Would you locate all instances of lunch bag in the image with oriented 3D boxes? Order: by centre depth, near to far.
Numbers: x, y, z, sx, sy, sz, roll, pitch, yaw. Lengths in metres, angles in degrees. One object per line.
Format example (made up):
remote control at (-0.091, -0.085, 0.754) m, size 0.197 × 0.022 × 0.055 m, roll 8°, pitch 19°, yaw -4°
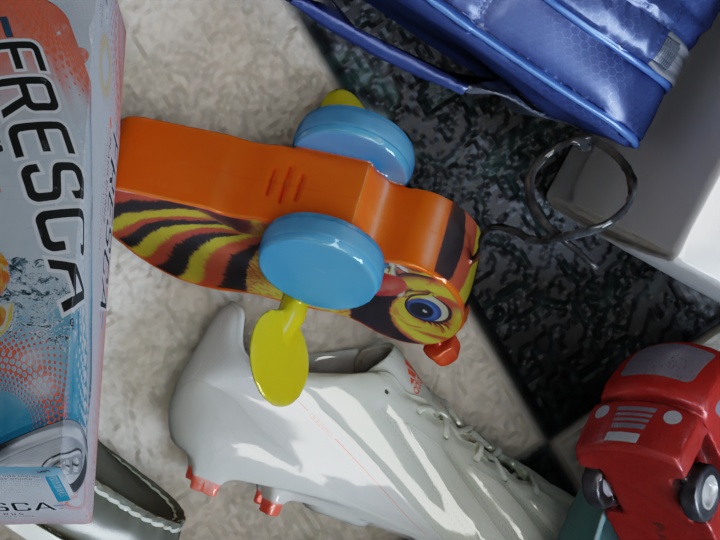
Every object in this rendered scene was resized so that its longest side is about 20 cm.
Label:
lunch bag at (0.040, -0.136, 0.811) m, size 0.199 × 0.136 × 0.133 m, roll 30°, pitch 91°, yaw -17°

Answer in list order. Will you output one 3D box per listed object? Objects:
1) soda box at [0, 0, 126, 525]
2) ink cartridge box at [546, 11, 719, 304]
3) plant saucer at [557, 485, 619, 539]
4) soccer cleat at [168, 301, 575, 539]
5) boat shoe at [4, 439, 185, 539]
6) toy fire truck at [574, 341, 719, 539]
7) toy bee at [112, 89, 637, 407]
soda box at (-0.122, -0.015, 0.773) m, size 0.063 × 0.068 × 0.202 m, roll -1°, pitch 67°, yaw 3°
ink cartridge box at (0.205, -0.036, 0.865) m, size 0.199 × 0.145 × 0.148 m, roll 27°, pitch 92°, yaw -17°
plant saucer at (0.123, 0.142, 0.889) m, size 0.199 × 0.036 × 0.202 m, roll -6°, pitch 98°, yaw -53°
soccer cleat at (0.021, 0.073, 0.880) m, size 0.199 × 0.069 × 0.078 m, roll 19°, pitch 90°, yaw -14°
boat shoe at (-0.143, 0.046, 0.829) m, size 0.201 × 0.072 × 0.060 m, roll 36°, pitch 94°, yaw -13°
toy fire truck at (0.159, 0.083, 0.860) m, size 0.141 × 0.048 × 0.201 m, roll -59°, pitch 135°, yaw -33°
toy bee at (0.000, 0.000, 0.836) m, size 0.131 × 0.199 × 0.109 m, roll -51°, pitch 150°, yaw -23°
